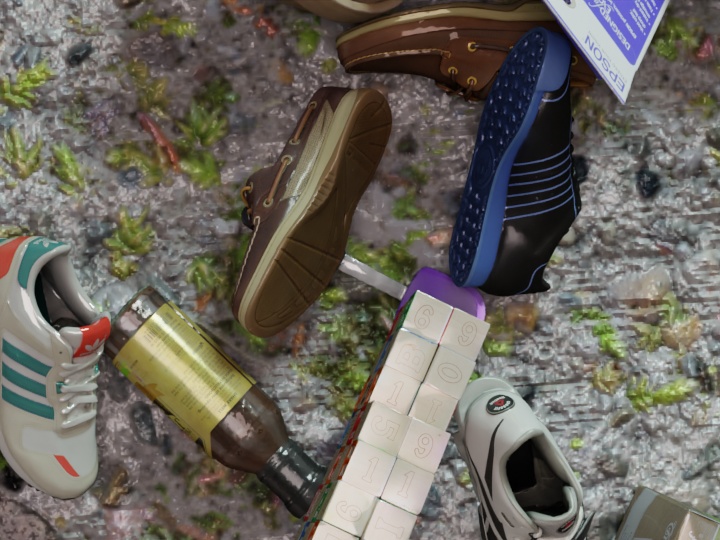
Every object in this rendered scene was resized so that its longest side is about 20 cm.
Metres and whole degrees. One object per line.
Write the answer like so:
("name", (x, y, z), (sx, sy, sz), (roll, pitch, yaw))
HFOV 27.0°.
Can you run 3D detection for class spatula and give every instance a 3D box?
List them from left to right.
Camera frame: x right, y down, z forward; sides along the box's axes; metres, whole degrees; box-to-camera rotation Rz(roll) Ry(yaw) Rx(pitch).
("spatula", (0.000, 0.000, 1.120), (0.199, 0.021, 0.057), (28, 90, 0))

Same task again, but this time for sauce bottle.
("sauce bottle", (-0.103, 0.099, 1.094), (0.200, 0.065, 0.065), (44, 88, 2))

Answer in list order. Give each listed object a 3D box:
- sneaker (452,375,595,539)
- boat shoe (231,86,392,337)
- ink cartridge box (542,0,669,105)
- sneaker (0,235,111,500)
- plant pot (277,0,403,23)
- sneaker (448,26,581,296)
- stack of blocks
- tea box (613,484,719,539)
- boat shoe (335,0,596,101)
("sneaker", (0.126, 0.176, 1.058), (0.074, 0.088, 0.201), (-32, 118, -10))
("boat shoe", (-0.049, -0.048, 1.093), (0.072, 0.072, 0.201), (17, 77, 34))
("ink cartridge box", (0.138, -0.236, 1.034), (0.198, 0.043, 0.200), (49, 43, -19))
("sneaker", (-0.215, 0.070, 1.060), (0.093, 0.070, 0.201), (-6, 103, 36))
("plant pot", (-0.051, -0.265, 1.069), (0.092, 0.200, 0.202), (-16, 89, 37))
("sneaker", (0.126, -0.075, 1.085), (0.077, 0.070, 0.201), (8, 114, -22))
("stack of blocks", (0.021, 0.119, 1.031), (0.058, 0.115, 0.201), (25, 78, -3))
("tea box", (0.257, 0.288, 1.059), (0.196, 0.134, 0.201), (26, 88, -4))
("boat shoe", (0.082, -0.159, 1.101), (0.198, 0.072, 0.068), (-5, 87, -4))
